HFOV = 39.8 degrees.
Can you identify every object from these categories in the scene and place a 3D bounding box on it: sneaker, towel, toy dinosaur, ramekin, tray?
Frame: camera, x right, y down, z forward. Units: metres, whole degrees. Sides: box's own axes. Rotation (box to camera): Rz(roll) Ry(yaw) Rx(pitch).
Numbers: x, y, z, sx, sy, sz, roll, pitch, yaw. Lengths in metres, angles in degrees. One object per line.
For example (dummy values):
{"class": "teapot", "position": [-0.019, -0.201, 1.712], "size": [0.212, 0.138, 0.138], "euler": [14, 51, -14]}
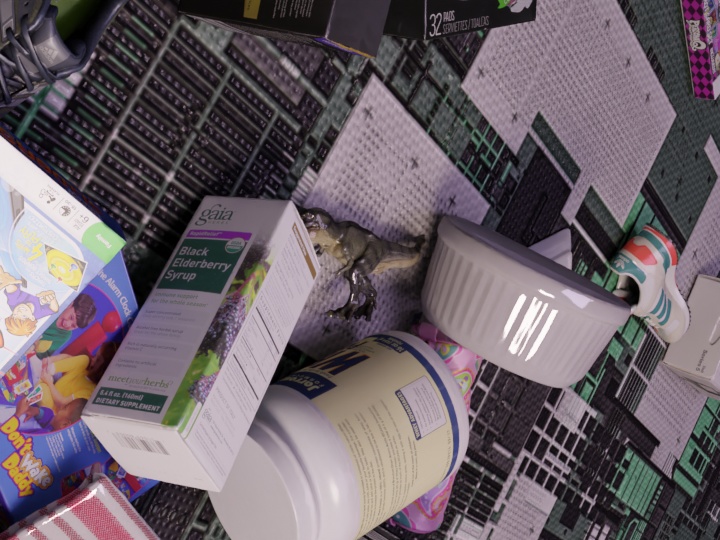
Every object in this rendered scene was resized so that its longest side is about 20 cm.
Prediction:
{"class": "sneaker", "position": [-0.206, -0.126, 0.572], "size": [0.201, 0.080, 0.074], "euler": [-54, 137, -16]}
{"class": "sneaker", "position": [0.366, 0.034, 1.290], "size": [0.093, 0.070, 0.201], "euler": [-35, 133, -10]}
{"class": "towel", "position": [-0.226, 0.231, 0.683], "size": [0.198, 0.030, 0.147], "euler": [-31, 128, -7]}
{"class": "toy dinosaur", "position": [0.000, 0.000, 0.880], "size": [0.199, 0.047, 0.090], "euler": [12, 90, -52]}
{"class": "ramekin", "position": [0.147, 0.032, 0.945], "size": [0.201, 0.201, 0.095], "euler": [16, 104, -49]}
{"class": "tray", "position": [0.180, 0.031, 1.106], "size": [0.199, 0.022, 0.109], "euler": [-24, 121, -40]}

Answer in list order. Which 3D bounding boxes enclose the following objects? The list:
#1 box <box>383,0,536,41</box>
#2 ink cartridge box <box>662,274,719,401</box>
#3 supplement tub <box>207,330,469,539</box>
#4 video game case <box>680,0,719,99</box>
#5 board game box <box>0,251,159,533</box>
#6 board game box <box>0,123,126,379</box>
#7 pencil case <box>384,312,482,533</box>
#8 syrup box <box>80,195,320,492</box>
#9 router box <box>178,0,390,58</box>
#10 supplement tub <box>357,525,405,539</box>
{"class": "box", "position": [0.052, -0.291, 0.757], "size": [0.147, 0.123, 0.203], "euler": [-21, 119, -42]}
{"class": "ink cartridge box", "position": [0.545, 0.110, 1.491], "size": [0.199, 0.083, 0.147], "euler": [30, 82, -49]}
{"class": "supplement tub", "position": [-0.019, 0.149, 0.842], "size": [0.199, 0.144, 0.147], "euler": [-23, 121, -40]}
{"class": "video game case", "position": [0.462, -0.350, 1.250], "size": [0.182, 0.036, 0.201], "euler": [-48, 135, -25]}
{"class": "board game box", "position": [-0.207, 0.086, 0.685], "size": [0.134, 0.044, 0.203], "euler": [-33, 127, -35]}
{"class": "board game box", "position": [-0.245, -0.033, 0.536], "size": [0.136, 0.034, 0.200], "euler": [-46, 121, 1]}
{"class": "pencil case", "position": [0.064, 0.150, 0.977], "size": [0.087, 0.087, 0.203], "euler": [6, 101, -48]}
{"class": "syrup box", "position": [-0.105, 0.044, 0.703], "size": [0.082, 0.078, 0.202], "euler": [68, 36, -46]}
{"class": "router box", "position": [-0.034, -0.254, 0.653], "size": [0.052, 0.156, 0.203], "euler": [7, 101, -48]}
{"class": "supplement tub", "position": [-0.002, 0.284, 0.872], "size": [0.122, 0.199, 0.124], "euler": [-21, 121, -40]}
